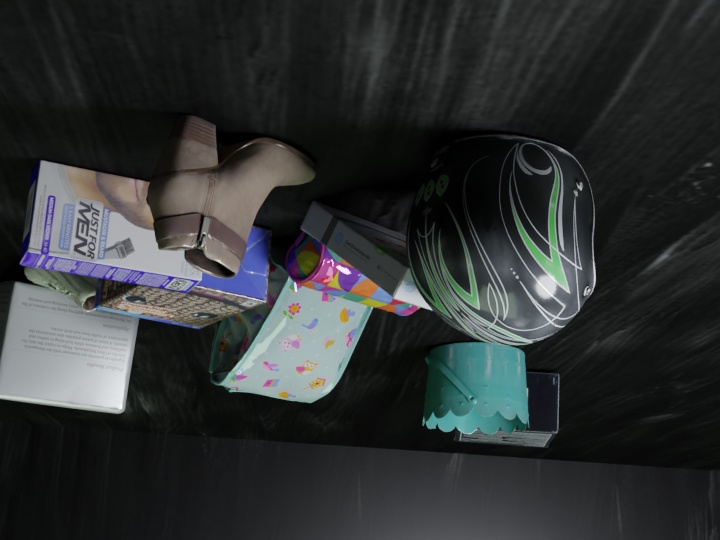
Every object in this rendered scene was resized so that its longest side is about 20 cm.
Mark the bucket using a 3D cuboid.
[{"bbox_3d":[0.208,0.214,2.041,0.204,0.136,0.207,2,163,1],"label":"bucket"}]

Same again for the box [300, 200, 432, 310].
[{"bbox_3d":[0.043,-0.009,1.310,0.155,0.041,0.200,18,-167,-40],"label":"box"}]

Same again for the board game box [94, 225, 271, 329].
[{"bbox_3d":[-0.232,-0.001,1.467,0.158,0.098,0.199,13,161,-30],"label":"board game box"}]

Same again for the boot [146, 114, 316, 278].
[{"bbox_3d":[-0.128,-0.065,1.143,0.199,0.148,0.070,15,158,-37],"label":"boot"}]

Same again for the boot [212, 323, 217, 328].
[{"bbox_3d":[-0.134,0.062,1.692,0.157,0.080,0.210,-11,158,40],"label":"boot"}]

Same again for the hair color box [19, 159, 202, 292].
[{"bbox_3d":[-0.279,-0.048,1.294,0.198,0.111,0.065,10,161,-24],"label":"hair color box"}]

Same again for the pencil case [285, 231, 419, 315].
[{"bbox_3d":[0.000,0.000,1.454,0.199,0.089,0.088,19,158,-40],"label":"pencil case"}]

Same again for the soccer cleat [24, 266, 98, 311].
[{"bbox_3d":[-0.396,0.018,1.582,0.198,0.079,0.069,1,165,27],"label":"soccer cleat"}]

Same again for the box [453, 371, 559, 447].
[{"bbox_3d":[0.286,0.274,2.247,0.197,0.125,0.199,4,163,4],"label":"box"}]

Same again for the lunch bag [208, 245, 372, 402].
[{"bbox_3d":[-0.098,0.083,1.535,0.169,0.201,0.122,15,-160,-38],"label":"lunch bag"}]

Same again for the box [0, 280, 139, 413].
[{"bbox_3d":[-0.466,0.118,1.731,0.197,0.173,0.199,11,172,-27],"label":"box"}]

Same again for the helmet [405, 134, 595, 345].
[{"bbox_3d":[0.143,-0.022,1.153,0.197,0.193,0.200,4,164,1],"label":"helmet"}]
